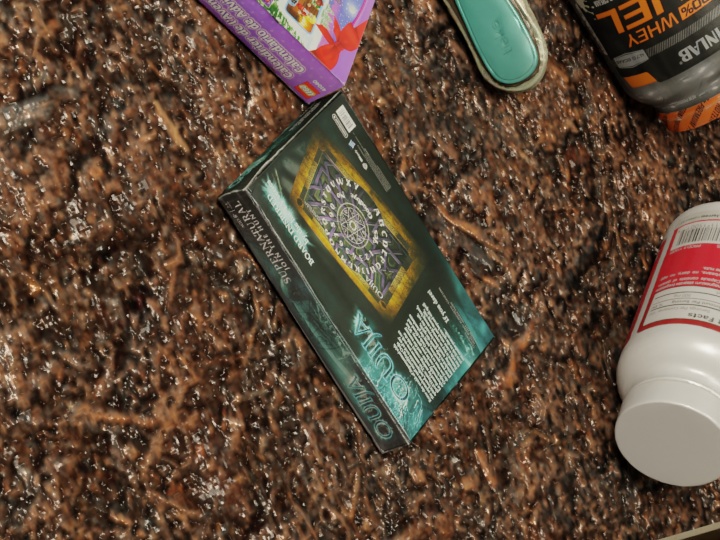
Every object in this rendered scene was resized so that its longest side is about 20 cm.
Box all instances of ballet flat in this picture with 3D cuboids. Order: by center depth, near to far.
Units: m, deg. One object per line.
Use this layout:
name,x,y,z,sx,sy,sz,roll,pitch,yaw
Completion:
ballet flat,0.075,-0.218,1.932,0.062,0.067,0.200,-48,117,-78

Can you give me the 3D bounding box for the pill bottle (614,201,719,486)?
pill bottle,0.248,0.054,1.950,0.112,0.112,0.200,48,44,-23

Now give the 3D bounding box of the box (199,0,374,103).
box,-0.043,-0.228,1.805,0.137,0.039,0.200,43,45,-27

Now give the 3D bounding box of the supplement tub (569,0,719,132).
supplement tub,0.221,-0.211,2.032,0.200,0.122,0.123,56,41,-14

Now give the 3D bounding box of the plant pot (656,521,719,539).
plant pot,0.317,0.253,1.889,0.177,0.200,0.200,-10,81,-62

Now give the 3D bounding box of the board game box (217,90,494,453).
board game box,0.000,0.000,1.757,0.200,0.028,0.135,58,41,-13
